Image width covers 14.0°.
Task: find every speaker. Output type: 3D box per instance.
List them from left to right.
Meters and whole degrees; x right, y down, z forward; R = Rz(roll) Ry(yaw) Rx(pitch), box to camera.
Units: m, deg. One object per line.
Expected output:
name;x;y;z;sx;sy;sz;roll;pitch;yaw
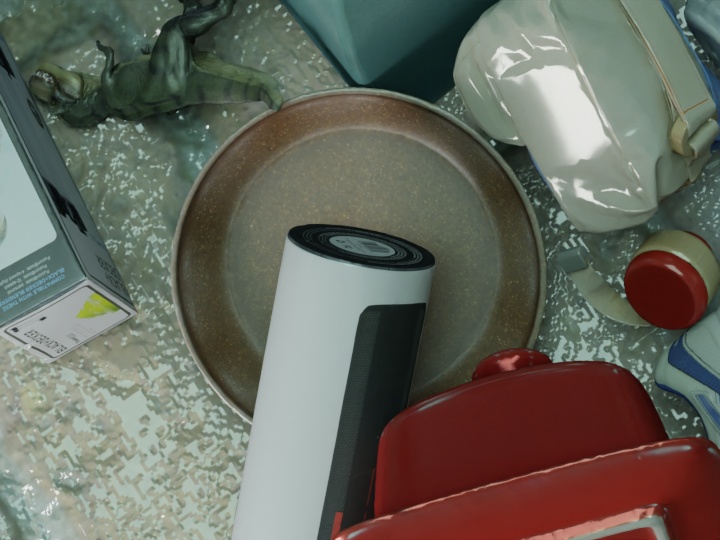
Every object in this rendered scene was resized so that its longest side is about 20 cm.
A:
speaker;-0.018;0.083;1.522;0.081;0.081;0.201;14;104;13

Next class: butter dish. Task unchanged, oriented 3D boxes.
butter dish;0.089;0.108;1.495;0.198;0.200;0.149;-16;56;8

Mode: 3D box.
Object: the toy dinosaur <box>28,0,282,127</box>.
toy dinosaur;-0.096;-0.120;1.595;0.199;0.047;0.089;0;70;45

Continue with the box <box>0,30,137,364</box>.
box;-0.200;-0.057;1.593;0.060;0.117;0.201;-27;76;3

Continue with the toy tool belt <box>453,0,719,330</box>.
toy tool belt;0.145;-0.083;1.522;0.124;0.123;0.201;-16;113;43

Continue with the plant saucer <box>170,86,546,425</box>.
plant saucer;0.000;0.000;1.560;0.199;0.037;0.202;1;102;5

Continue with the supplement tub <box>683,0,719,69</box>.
supplement tub;0.275;-0.159;1.512;0.200;0.123;0.123;-43;76;3

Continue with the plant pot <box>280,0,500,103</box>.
plant pot;0.009;-0.185;1.528;0.141;0.200;0.142;-39;76;4

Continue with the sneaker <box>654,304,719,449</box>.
sneaker;0.225;0.111;1.517;0.088;0.075;0.201;-31;78;28
